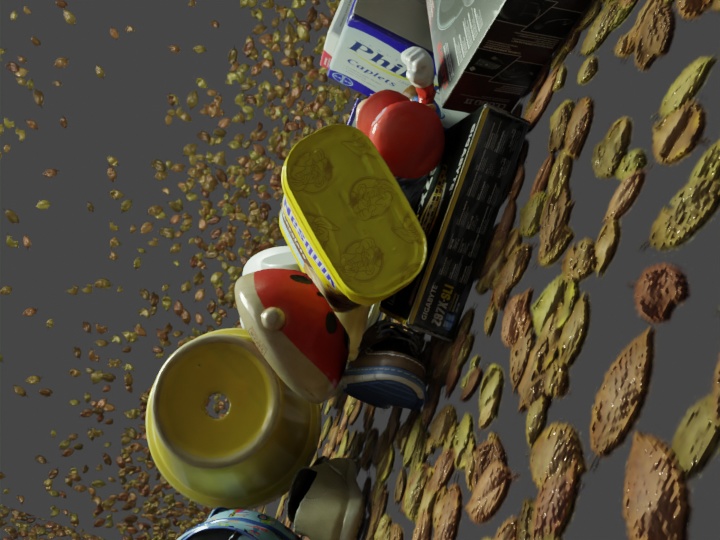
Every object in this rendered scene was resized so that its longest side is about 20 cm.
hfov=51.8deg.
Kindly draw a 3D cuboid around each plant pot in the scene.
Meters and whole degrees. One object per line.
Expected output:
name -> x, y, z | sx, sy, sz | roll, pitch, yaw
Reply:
plant pot -> -0.142, 0.153, 0.796 | 0.189, 0.198, 0.204 | 96, -167, -73

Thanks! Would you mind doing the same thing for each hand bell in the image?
hand bell -> 0.000, 0.000, 0.930 | 0.104, 0.103, 0.203 | -110, 40, -79

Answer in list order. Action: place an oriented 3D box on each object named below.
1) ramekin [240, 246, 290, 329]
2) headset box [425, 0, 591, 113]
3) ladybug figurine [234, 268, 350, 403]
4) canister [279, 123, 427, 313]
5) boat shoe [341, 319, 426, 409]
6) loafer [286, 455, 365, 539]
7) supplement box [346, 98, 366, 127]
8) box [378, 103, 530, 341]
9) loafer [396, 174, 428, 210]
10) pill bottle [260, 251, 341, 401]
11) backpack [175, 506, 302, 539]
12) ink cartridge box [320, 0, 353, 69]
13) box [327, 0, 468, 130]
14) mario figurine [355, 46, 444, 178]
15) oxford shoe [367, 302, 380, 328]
ramekin -> -0.102, 0.059, 1.210 | 0.201, 0.197, 0.099 | 121, 160, -53
headset box -> 0.127, -0.252, 0.681 | 0.200, 0.076, 0.151 | 125, 145, -57
ladybug figurine -> -0.057, 0.054, 0.692 | 0.071, 0.137, 0.200 | -34, -8, -4
canister -> -0.018, -0.036, 0.707 | 0.086, 0.150, 0.200 | -30, -3, -12
boat shoe -> 0.022, 0.085, 0.700 | 0.200, 0.071, 0.073 | 140, 152, -75
loafer -> -0.041, 0.232, 0.773 | 0.200, 0.067, 0.077 | 157, 133, -80
supplement box -> 0.037, -0.166, 1.014 | 0.200, 0.102, 0.102 | -56, -11, -76
box -> 0.082, -0.043, 0.704 | 0.160, 0.049, 0.203 | -163, 93, -84
loafer -> 0.042, -0.083, 0.854 | 0.200, 0.062, 0.073 | -27, -43, -75
pill bottle -> -0.088, 0.080, 1.063 | 0.114, 0.112, 0.204 | -106, 10, -78
backpack -> -0.120, 0.319, 0.727 | 0.201, 0.182, 0.135 | -51, -3, 21
ink cartridge box -> 0.049, -0.310, 1.067 | 0.148, 0.197, 0.087 | 164, 128, -80
box -> 0.068, -0.268, 0.881 | 0.200, 0.182, 0.106 | 154, 139, -79
mario figurine -> 0.031, -0.153, 0.747 | 0.200, 0.104, 0.126 | -59, -38, -75
oxford shoe -> 0.014, 0.010, 1.016 | 0.075, 0.057, 0.203 | -125, 58, -86
